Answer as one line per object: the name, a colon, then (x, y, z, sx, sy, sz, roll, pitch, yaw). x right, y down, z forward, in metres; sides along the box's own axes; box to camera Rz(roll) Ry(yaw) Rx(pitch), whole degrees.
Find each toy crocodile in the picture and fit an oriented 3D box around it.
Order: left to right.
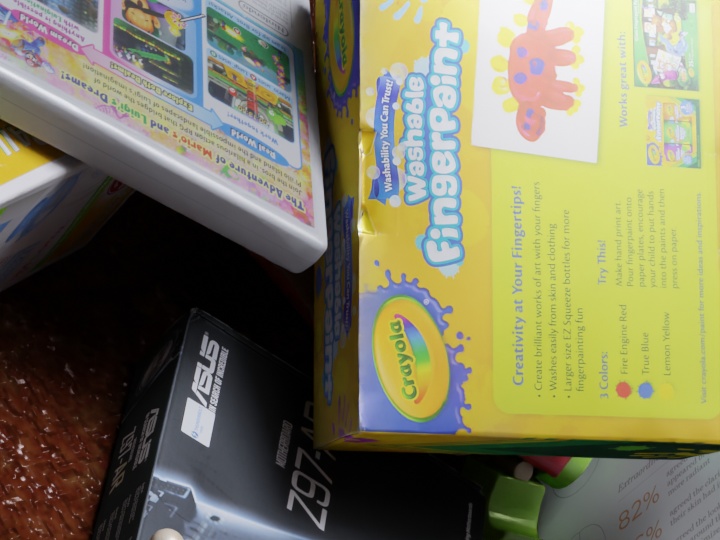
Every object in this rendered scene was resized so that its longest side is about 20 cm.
toy crocodile: (0.098, 0.036, 1.123, 0.067, 0.200, 0.062, 31, -1, -22)

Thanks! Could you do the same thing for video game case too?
video game case: (-0.100, -0.107, 0.985, 0.200, 0.024, 0.182, 28, 36, -29)

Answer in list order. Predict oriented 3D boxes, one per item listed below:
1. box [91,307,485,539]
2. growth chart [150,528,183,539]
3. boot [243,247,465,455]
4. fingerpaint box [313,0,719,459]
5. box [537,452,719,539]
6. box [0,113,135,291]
box: (-0.030, 0.129, 0.994, 0.160, 0.044, 0.200, 34, 36, -18)
growth chart: (0.019, 0.164, 0.955, 0.200, 0.018, 0.145, 8, 50, -43)
boot: (0.000, 0.000, 1.112, 0.200, 0.075, 0.107, 49, -2, 8)
fingerpaint box: (0.067, -0.025, 1.031, 0.166, 0.073, 0.201, 2, 80, -16)
box: (0.165, 0.111, 1.123, 0.106, 0.152, 0.200, 30, 37, -22)
box: (-0.164, -0.049, 0.975, 0.101, 0.112, 0.200, 49, 33, 5)
